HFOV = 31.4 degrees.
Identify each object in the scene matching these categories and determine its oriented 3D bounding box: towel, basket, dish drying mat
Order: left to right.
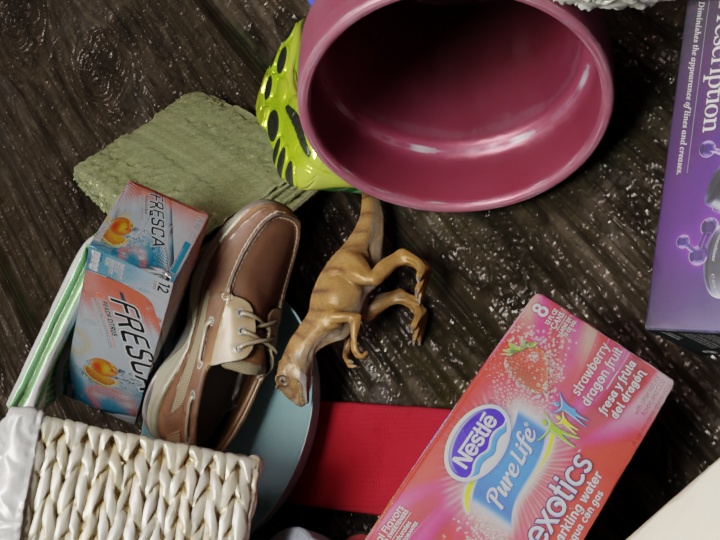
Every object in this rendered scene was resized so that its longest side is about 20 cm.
[{"bbox_3d":[-0.215,0.036,1.013,0.023,0.200,0.153,24,90,0],"label":"towel"},{"bbox_3d":[-0.170,0.204,0.813,0.198,0.160,0.201,145,136,-68],"label":"basket"},{"bbox_3d":[-0.126,-0.072,1.008,0.148,0.037,0.200,-37,45,-24],"label":"towel"},{"bbox_3d":[0.019,0.130,0.877,0.199,0.018,0.077,-2,72,41],"label":"dish drying mat"}]

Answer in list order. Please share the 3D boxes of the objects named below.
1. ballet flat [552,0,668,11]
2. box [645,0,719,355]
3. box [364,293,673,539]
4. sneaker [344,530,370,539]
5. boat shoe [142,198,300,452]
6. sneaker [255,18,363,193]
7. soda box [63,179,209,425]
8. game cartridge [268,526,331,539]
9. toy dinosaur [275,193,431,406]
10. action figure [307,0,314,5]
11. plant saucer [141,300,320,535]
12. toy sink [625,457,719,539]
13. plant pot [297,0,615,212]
[{"bbox_3d":[0.197,-0.189,0.725,0.072,0.199,0.072,42,146,37],"label":"ballet flat"},{"bbox_3d":[0.246,-0.054,0.704,0.141,0.079,0.201,1,77,38],"label":"box"},{"bbox_3d":[0.075,0.126,0.701,0.095,0.100,0.200,34,64,8],"label":"box"},{"bbox_3d":[-0.015,0.267,0.816,0.074,0.087,0.201,0,76,39],"label":"sneaker"},{"bbox_3d":[-0.086,0.048,0.912,0.072,0.076,0.201,36,109,45],"label":"boat shoe"},{"bbox_3d":[-0.028,-0.117,0.964,0.074,0.083,0.200,-55,29,31],"label":"sneaker"},{"bbox_3d":[-0.165,0.028,0.926,0.200,0.063,0.069,114,179,-51],"label":"soda box"},{"bbox_3d":[-0.061,0.234,0.822,0.200,0.040,0.134,135,155,-64],"label":"game cartridge"},{"bbox_3d":[0.000,0.000,0.896,0.106,0.060,0.201,15,63,18],"label":"toy dinosaur"},{"bbox_3d":[-0.016,-0.201,0.981,0.052,0.065,0.200,-49,49,26],"label":"action figure"},{"bbox_3d":[-0.095,0.113,0.961,0.200,0.027,0.201,-23,56,39],"label":"plant saucer"},{"bbox_3d":[0.209,0.177,0.638,0.200,0.112,0.131,-46,52,14],"label":"toy sink"},{"bbox_3d":[0.060,-0.168,0.834,0.200,0.200,0.180,-26,46,32],"label":"plant pot"}]
